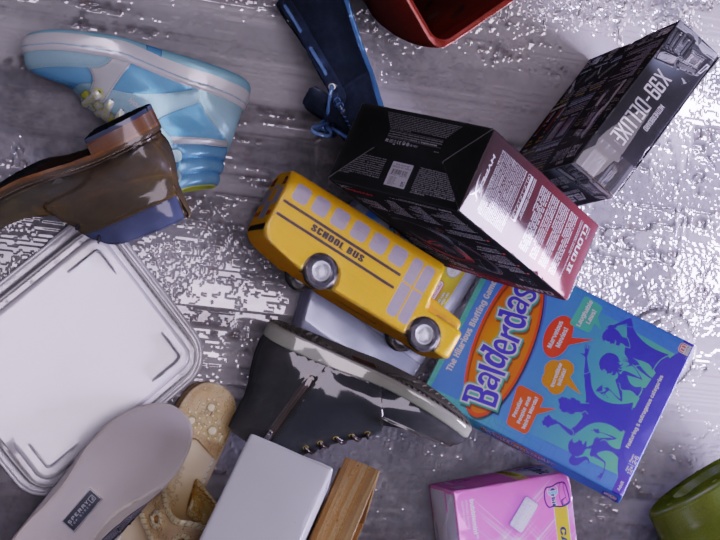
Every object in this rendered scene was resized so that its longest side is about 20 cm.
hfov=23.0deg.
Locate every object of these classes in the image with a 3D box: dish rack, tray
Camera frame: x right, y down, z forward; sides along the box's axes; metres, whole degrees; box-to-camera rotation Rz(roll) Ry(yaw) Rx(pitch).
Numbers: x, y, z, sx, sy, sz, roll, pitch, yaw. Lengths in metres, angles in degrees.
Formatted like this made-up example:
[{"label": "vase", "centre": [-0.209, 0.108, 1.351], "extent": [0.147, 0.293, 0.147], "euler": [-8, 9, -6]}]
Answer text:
[{"label": "dish rack", "centre": [-0.242, 0.073, 1.480], "extent": [0.200, 0.043, 0.172], "euler": [-40, 102, -14]}, {"label": "tray", "centre": [-0.040, 0.266, 1.478], "extent": [0.037, 0.099, 0.201], "euler": [20, 57, 5]}]

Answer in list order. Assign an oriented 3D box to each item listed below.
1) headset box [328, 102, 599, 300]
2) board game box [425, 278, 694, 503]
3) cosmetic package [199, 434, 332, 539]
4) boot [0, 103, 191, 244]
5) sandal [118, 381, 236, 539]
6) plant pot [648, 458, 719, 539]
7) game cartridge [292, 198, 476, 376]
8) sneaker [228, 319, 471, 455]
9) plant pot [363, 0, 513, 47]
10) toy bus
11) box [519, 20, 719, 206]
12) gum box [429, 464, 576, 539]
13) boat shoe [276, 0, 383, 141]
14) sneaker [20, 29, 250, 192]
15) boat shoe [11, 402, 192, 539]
[{"label": "headset box", "centre": [0.093, -0.052, 1.473], "extent": [0.200, 0.148, 0.076], "euler": [36, 76, -45]}, {"label": "board game box", "centre": [0.175, 0.092, 1.574], "extent": [0.198, 0.045, 0.153], "euler": [26, 78, 10]}, {"label": "cosmetic package", "centre": [-0.099, 0.251, 1.447], "extent": [0.080, 0.113, 0.201], "euler": [23, 58, 5]}, {"label": "boot", "centre": [-0.234, -0.048, 1.440], "extent": [0.199, 0.075, 0.098], "euler": [-26, 102, 15]}, {"label": "sandal", "centre": [-0.153, 0.197, 1.494], "extent": [0.077, 0.070, 0.214], "euler": [20, 83, -17]}, {"label": "plant pot", "centre": [0.366, 0.270, 1.619], "extent": [0.199, 0.200, 0.194], "euler": [-30, 86, -16]}, {"label": "game cartridge", "centre": [0.030, -0.001, 1.577], "extent": [0.133, 0.040, 0.201], "euler": [35, 79, -11]}, {"label": "sneaker", "centre": [-0.010, 0.128, 1.522], "extent": [0.198, 0.075, 0.107], "euler": [25, 97, -4]}, {"label": "plant pot", "centre": [0.062, -0.313, 1.515], "extent": [0.199, 0.176, 0.201], "euler": [-35, 99, -15]}, {"label": "toy bus", "centre": [0.000, 0.000, 1.515], "extent": [0.199, 0.065, 0.079], "euler": [31, 79, -15]}, {"label": "box", "centre": [0.212, -0.129, 1.551], "extent": [0.050, 0.200, 0.158], "euler": [40, 77, -10]}, {"label": "gum box", "centre": [0.136, 0.285, 1.591], "extent": [0.112, 0.066, 0.202], "euler": [-7, 92, -18]}, {"label": "boat shoe", "centre": [-0.020, -0.154, 1.548], "extent": [0.068, 0.084, 0.202], "euler": [-18, 77, -4]}, {"label": "sneaker", "centre": [-0.195, -0.121, 1.479], "extent": [0.198, 0.079, 0.132], "euler": [14, 84, -17]}, {"label": "boat shoe", "centre": [-0.224, 0.193, 1.468], "extent": [0.075, 0.093, 0.200], "euler": [46, 62, 2]}]
